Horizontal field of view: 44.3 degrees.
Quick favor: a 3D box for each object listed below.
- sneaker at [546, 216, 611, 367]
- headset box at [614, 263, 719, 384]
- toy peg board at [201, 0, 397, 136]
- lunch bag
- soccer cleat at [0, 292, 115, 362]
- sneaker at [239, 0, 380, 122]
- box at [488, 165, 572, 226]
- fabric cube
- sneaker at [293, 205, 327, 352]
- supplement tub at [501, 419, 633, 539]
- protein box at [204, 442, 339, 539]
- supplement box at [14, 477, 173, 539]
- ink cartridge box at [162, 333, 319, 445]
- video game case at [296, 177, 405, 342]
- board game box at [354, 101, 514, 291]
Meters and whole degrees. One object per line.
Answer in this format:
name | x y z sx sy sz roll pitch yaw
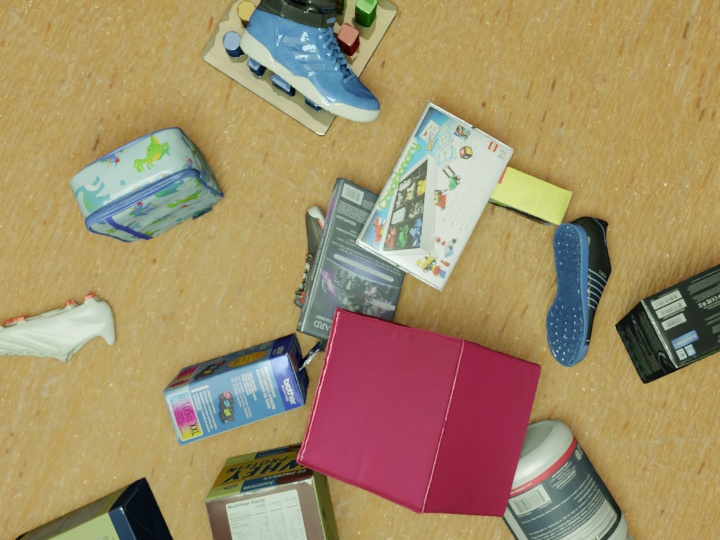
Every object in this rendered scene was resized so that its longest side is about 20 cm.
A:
sneaker | 0.300 0.028 1.185 0.077 0.070 0.203 -13 112 -35
headset box | 0.434 0.062 1.126 0.172 0.200 0.094 -24 76 0
toy peg board | -0.082 -0.318 1.154 0.199 0.098 0.201 32 92 -1
lunch bag | -0.266 -0.100 1.111 0.159 0.200 0.083 -25 85 -1
soccer cleat | -0.428 0.093 1.185 0.197 0.069 0.079 -17 95 -2
sneaker | -0.044 -0.275 1.085 0.199 0.077 0.112 34 116 4
box | 0.175 -0.117 1.175 0.198 0.075 0.051 23 91 0
fabric cube | 0.073 0.174 1.079 0.198 0.198 0.199 13 86 39
sneaker | -0.056 0.017 1.181 0.081 0.077 0.203 -13 92 7
supplement tub | 0.259 0.313 1.158 0.139 0.140 0.201 -33 92 1
protein box | -0.101 0.348 1.128 0.133 0.199 0.203 -11 92 0
supplement box | -0.347 0.419 1.162 0.197 0.134 0.202 -24 92 1
ink cartridge box | -0.142 0.146 1.152 0.197 0.136 0.077 -16 97 1
video game case | 0.000 0.000 1.149 0.142 0.019 0.203 22 79 -37
board game box | 0.093 -0.093 1.119 0.125 0.035 0.202 28 89 -2
